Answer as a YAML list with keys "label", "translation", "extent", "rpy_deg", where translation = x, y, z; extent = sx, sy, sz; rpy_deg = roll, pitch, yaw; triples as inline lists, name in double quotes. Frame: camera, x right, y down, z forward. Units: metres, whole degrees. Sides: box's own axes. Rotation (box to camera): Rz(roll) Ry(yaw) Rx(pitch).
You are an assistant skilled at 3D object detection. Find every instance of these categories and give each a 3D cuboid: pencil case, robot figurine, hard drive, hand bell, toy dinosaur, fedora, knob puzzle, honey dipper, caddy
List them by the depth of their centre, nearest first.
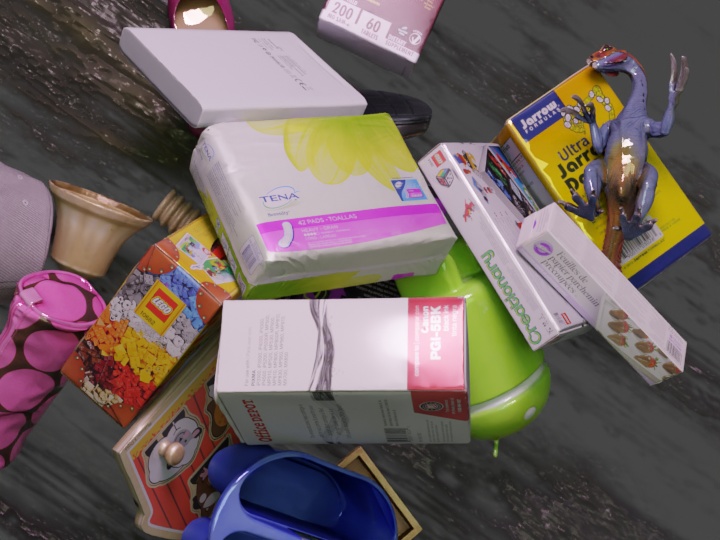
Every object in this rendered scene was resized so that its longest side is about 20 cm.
- label: "caddy"
  translation: [-0.057, 0.232, 1.185]
  extent: [0.199, 0.105, 0.143]
  rpy_deg: [26, 82, -35]
- label: "pencil case"
  translation: [-0.308, 0.090, 1.211]
  extent: [0.201, 0.093, 0.091]
  rpy_deg: [-54, 45, 23]
- label: "knob puzzle"
  translation: [-0.127, 0.162, 1.223]
  extent: [0.030, 0.220, 0.221]
  rpy_deg: [22, 79, 30]
- label: "toy dinosaur"
  translation: [0.229, -0.112, 1.244]
  extent: [0.104, 0.201, 0.183]
  rpy_deg: [12, 45, 9]
- label: "hard drive"
  translation: [-0.105, -0.178, 1.245]
  extent: [0.132, 0.199, 0.027]
  rpy_deg: [45, 124, 31]
- label: "fedora"
  translation: [-0.338, -0.042, 1.246]
  extent: [0.089, 0.201, 0.178]
  rpy_deg: [3, 125, -31]
- label: "robot figurine"
  translation: [0.107, 0.069, 1.274]
  extent: [0.175, 0.115, 0.202]
  rpy_deg: [-37, 108, -45]
- label: "hand bell"
  translation: [-0.278, 0.028, 1.284]
  extent: [0.103, 0.104, 0.202]
  rpy_deg: [21, 94, -2]
- label: "honey dipper"
  translation: [-0.114, -0.003, 1.318]
  extent: [0.199, 0.038, 0.038]
  rpy_deg: [39, 81, -4]

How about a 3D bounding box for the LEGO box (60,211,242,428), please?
- label: "LEGO box"
  translation: [-0.158, 0.032, 1.202]
  extent: [0.077, 0.200, 0.149]
  rpy_deg: [40, 110, 1]

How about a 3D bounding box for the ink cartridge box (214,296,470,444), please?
- label: "ink cartridge box"
  translation: [-0.009, 0.085, 1.118]
  extent: [0.197, 0.147, 0.084]
  rpy_deg: [-1, 67, 5]

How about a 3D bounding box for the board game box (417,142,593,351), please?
- label: "board game box"
  translation: [0.141, -0.027, 1.244]
  extent: [0.035, 0.126, 0.201]
  rpy_deg: [-37, 76, 26]

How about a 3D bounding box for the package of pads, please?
- label: "package of pads"
  translation: [-0.035, -0.062, 1.180]
  extent: [0.198, 0.068, 0.156]
  rpy_deg: [-8, 57, -32]

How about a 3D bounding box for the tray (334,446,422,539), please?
- label: "tray"
  translation: [-0.049, 0.268, 1.286]
  extent: [0.199, 0.037, 0.099]
  rpy_deg: [-38, 87, -10]

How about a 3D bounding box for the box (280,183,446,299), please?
- label: "box"
  translation: [0.000, 0.000, 1.298]
  extent: [0.142, 0.036, 0.203]
  rpy_deg: [20, 79, -30]

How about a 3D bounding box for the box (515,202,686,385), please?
- label: "box"
  translation: [0.218, 0.024, 1.218]
  extent: [0.200, 0.039, 0.042]
  rpy_deg: [43, 41, -22]

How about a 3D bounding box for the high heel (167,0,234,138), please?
- label: "high heel"
  translation: [-0.149, -0.222, 1.308]
  extent: [0.067, 0.096, 0.203]
  rpy_deg: [-11, 84, -7]

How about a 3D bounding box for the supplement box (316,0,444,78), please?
- label: "supplement box"
  translation: [0.044, -0.308, 1.356]
  extent: [0.108, 0.061, 0.202]
  rpy_deg: [24, 80, -1]

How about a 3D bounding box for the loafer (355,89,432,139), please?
- label: "loafer"
  translation: [-0.025, -0.128, 1.332]
  extent: [0.197, 0.073, 0.073]
  rpy_deg: [-9, 121, -12]

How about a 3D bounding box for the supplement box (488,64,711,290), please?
- label: "supplement box"
  translation: [0.226, -0.078, 1.318]
  extent: [0.109, 0.109, 0.201]
  rpy_deg: [-34, 87, -10]
